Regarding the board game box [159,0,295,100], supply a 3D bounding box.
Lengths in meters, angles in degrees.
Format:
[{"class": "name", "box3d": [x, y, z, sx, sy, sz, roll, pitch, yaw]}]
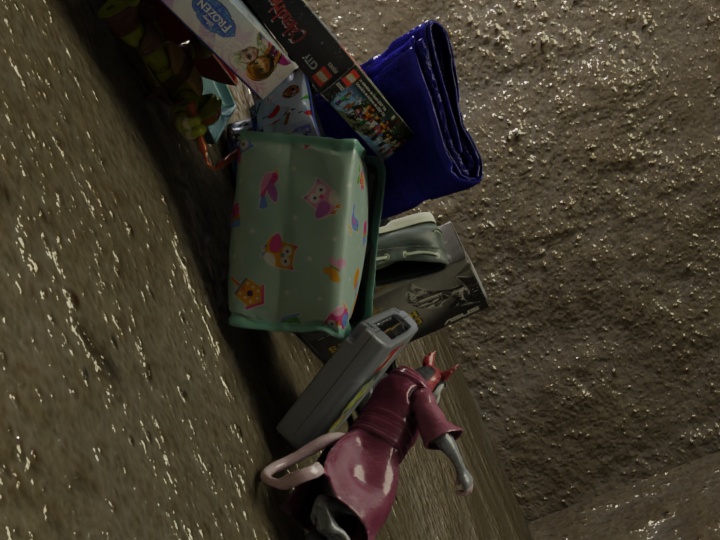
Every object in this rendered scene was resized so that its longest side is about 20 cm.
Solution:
[{"class": "board game box", "box3d": [-0.153, -0.249, 0.971, 0.200, 0.041, 0.200, 43, 9, -33]}]

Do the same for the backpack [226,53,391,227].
[{"class": "backpack", "box3d": [-0.054, -0.103, 1.295, 0.200, 0.154, 0.191, 52, 10, -36]}]

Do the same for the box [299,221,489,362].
[{"class": "box", "box3d": [0.035, 0.035, 1.348, 0.158, 0.199, 0.049, 56, 11, -64]}]

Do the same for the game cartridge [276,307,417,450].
[{"class": "game cartridge", "box3d": [-0.012, 0.098, 1.072, 0.041, 0.133, 0.200, 43, 9, 6]}]

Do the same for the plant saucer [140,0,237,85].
[{"class": "plant saucer", "box3d": [-0.196, -0.297, 1.182, 0.200, 0.037, 0.200, 53, 16, -47]}]

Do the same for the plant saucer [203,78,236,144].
[{"class": "plant saucer", "box3d": [-0.159, -0.180, 1.255, 0.200, 0.019, 0.070, -93, 159, -72]}]

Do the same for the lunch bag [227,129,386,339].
[{"class": "lunch bag", "box3d": [-0.044, -0.030, 1.069, 0.200, 0.121, 0.172, 5, 90, -84]}]

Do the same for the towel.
[{"class": "towel", "box3d": [0.027, -0.128, 1.111, 0.200, 0.049, 0.149, -18, -94, 61]}]

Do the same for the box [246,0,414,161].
[{"class": "box", "box3d": [-0.044, -0.196, 1.035, 0.200, 0.038, 0.137, 53, 6, 28]}]

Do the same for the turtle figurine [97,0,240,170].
[{"class": "turtle figurine", "box3d": [-0.163, -0.181, 1.029, 0.162, 0.064, 0.201, 54, 23, -37]}]

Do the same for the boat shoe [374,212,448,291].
[{"class": "boat shoe", "box3d": [0.000, 0.000, 1.219, 0.062, 0.199, 0.073, 63, -24, 16]}]

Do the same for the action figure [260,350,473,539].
[{"class": "action figure", "box3d": [0.008, 0.136, 0.984, 0.149, 0.134, 0.200, 47, 60, -24]}]

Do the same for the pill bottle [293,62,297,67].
[{"class": "pill bottle", "box3d": [-0.065, -0.173, 1.569, 0.116, 0.116, 0.201, -30, 98, -83]}]

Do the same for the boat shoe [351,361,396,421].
[{"class": "boat shoe", "box3d": [0.018, 0.150, 1.462, 0.202, 0.063, 0.074, -93, 162, -66]}]
